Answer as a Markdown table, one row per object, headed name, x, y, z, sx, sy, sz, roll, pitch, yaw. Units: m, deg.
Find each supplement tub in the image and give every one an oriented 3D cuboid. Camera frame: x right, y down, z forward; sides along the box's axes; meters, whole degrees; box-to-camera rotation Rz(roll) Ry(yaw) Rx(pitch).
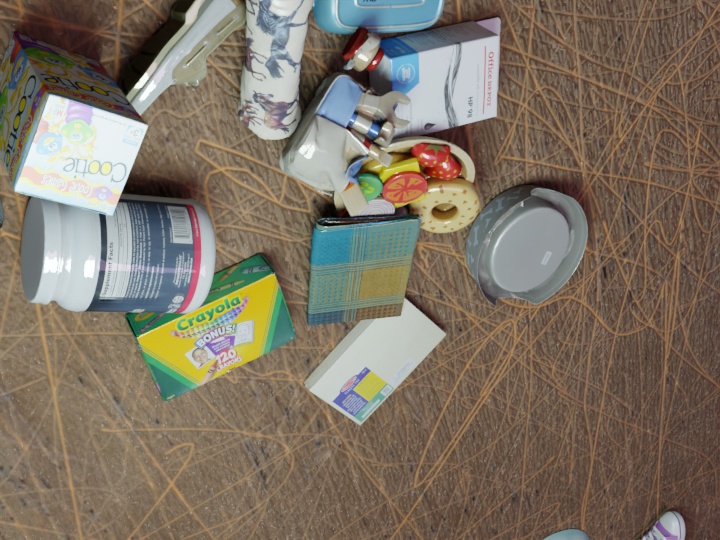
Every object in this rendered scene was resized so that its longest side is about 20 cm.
| name | x | y | z | sx | sy | sz | roll | pitch | yaw |
| --- | --- | --- | --- | --- | --- | --- | --- | --- | --- |
| supplement tub | -0.282 | -0.021 | 1.149 | 0.199 | 0.140 | 0.141 | 3 | 117 | -31 |

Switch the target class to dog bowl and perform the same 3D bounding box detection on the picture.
| name | x | y | z | sx | sy | sz | roll | pitch | yaw |
| --- | --- | --- | --- | --- | --- | --- | --- | --- | --- |
| dog bowl | 0.248 | -0.039 | 1.496 | 0.199 | 0.059 | 0.201 | -15 | 125 | -22 |

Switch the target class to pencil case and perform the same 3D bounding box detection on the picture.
| name | x | y | z | sx | sy | sz | roll | pitch | yaw |
| --- | --- | --- | --- | --- | --- | --- | --- | --- | --- |
| pencil case | -0.097 | -0.254 | 1.126 | 0.077 | 0.090 | 0.201 | 7 | 133 | -5 |

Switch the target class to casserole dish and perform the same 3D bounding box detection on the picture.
| name | x | y | z | sx | sy | sz | roll | pitch | yaw |
| --- | --- | --- | --- | --- | --- | --- | --- | --- | --- |
| casserole dish | 0.030 | -0.346 | 1.198 | 0.199 | 0.039 | 0.122 | -9 | 121 | -24 |

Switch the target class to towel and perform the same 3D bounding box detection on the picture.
| name | x | y | z | sx | sy | sz | roll | pitch | yaw |
| --- | --- | --- | --- | --- | --- | --- | --- | --- | --- |
| towel | 0.000 | 0.000 | 1.355 | 0.146 | 0.022 | 0.200 | -5 | 138 | -12 |

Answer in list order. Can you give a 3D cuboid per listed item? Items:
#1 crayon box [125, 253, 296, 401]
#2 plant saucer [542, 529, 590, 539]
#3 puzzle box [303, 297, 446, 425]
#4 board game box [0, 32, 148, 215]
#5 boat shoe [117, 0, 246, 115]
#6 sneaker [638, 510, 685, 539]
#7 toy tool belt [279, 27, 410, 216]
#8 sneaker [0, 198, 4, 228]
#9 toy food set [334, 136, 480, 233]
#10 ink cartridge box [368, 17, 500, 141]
| name | x | y | z | sx | sy | sz | roll | pitch | yaw |
| --- | --- | --- | --- | --- | --- | --- | --- | --- | --- |
| crayon box | -0.197 | 0.075 | 1.311 | 0.199 | 0.058 | 0.119 | -26 | 128 | -14 |
| plant saucer | 0.398 | 0.616 | 1.995 | 0.200 | 0.039 | 0.202 | -15 | 125 | -22 |
| puzzle box | 0.023 | 0.133 | 1.493 | 0.200 | 0.025 | 0.133 | -47 | 130 | 3 |
| board game box | -0.309 | -0.155 | 1.014 | 0.105 | 0.200 | 0.103 | 14 | 111 | -36 |
| boat shoe | -0.203 | -0.239 | 1.105 | 0.068 | 0.075 | 0.200 | 37 | 96 | -34 |
| sneaker | 0.605 | 0.596 | 2.082 | 0.114 | 0.073 | 0.201 | 10 | 113 | -31 |
| toy tool belt | -0.002 | -0.178 | 1.196 | 0.123 | 0.125 | 0.200 | 31 | 88 | -19 |
| sneaker | -0.479 | -0.044 | 1.067 | 0.200 | 0.071 | 0.098 | -28 | 126 | -14 |
| toy food set | 0.059 | -0.103 | 1.310 | 0.197 | 0.049 | 0.200 | -15 | 148 | 4 |
| ink cartridge box | 0.114 | -0.252 | 1.282 | 0.199 | 0.067 | 0.116 | -17 | 125 | -20 |
